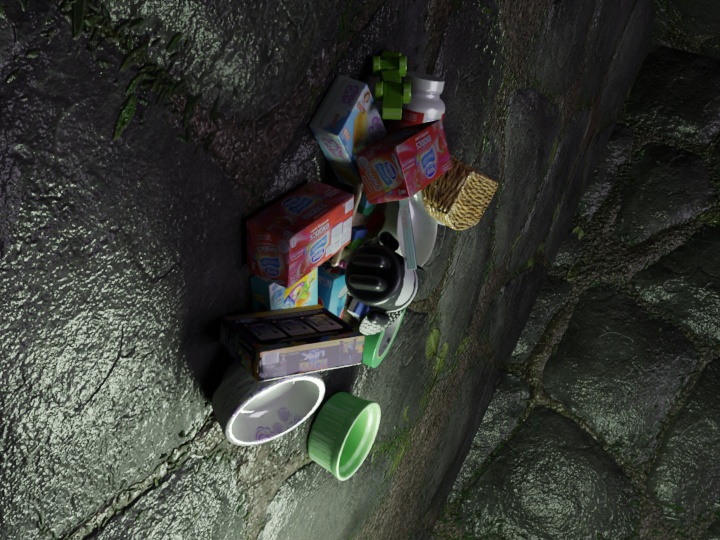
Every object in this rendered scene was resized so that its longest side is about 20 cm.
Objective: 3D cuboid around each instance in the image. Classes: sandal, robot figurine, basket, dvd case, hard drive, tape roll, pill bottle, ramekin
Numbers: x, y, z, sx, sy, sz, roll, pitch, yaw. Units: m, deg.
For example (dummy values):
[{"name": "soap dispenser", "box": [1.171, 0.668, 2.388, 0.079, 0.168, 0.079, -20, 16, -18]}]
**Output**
[{"name": "sandal", "box": [0.069, 0.065, 1.765, 0.201, 0.048, 0.075, -47, 129, 9]}, {"name": "robot figurine", "box": [0.044, 0.017, 1.580, 0.150, 0.125, 0.200, -45, 158, 7]}, {"name": "basket", "box": [0.197, -0.185, 1.793, 0.144, 0.148, 0.199, -61, 155, 12]}, {"name": "dvd case", "box": [0.093, -0.098, 1.581, 0.200, 0.022, 0.148, -86, 168, -74]}, {"name": "hard drive", "box": [0.040, 0.026, 1.862, 0.201, 0.025, 0.132, -64, 156, -10]}, {"name": "tape roll", "box": [0.053, 0.132, 1.893, 0.201, 0.048, 0.201, -59, 164, -28]}, {"name": "pill bottle", "box": [0.113, -0.303, 1.636, 0.112, 0.111, 0.202, -27, 133, -56]}, {"name": "ramekin", "box": [-0.042, 0.393, 1.905, 0.200, 0.097, 0.201, -47, 148, -40]}]

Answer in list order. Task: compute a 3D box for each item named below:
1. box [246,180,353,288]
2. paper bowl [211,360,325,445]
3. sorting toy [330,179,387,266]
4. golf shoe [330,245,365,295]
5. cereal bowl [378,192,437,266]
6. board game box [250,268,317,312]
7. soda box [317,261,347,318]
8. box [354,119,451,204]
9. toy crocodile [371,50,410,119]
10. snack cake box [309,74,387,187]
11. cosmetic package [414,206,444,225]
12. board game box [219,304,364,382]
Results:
[{"name": "box", "box": [-0.103, -0.068, 1.377, 0.200, 0.095, 0.101, -40, 143, -47]}, {"name": "paper bowl", "box": [-0.172, 0.216, 1.423, 0.199, 0.105, 0.202, -23, 145, -18]}, {"name": "sorting toy", "box": [0.019, -0.114, 1.553, 0.200, 0.036, 0.186, -41, 156, -53]}, {"name": "golf shoe", "box": [0.000, 0.000, 1.702, 0.092, 0.075, 0.200, -63, 157, -19]}, {"name": "cereal bowl", "box": [0.095, -0.106, 1.770, 0.199, 0.083, 0.203, -12, 105, -58]}, {"name": "board game box", "box": [-0.140, 0.062, 1.487, 0.151, 0.047, 0.202, -44, 146, -43]}, {"name": "soda box", "box": [-0.078, 0.089, 1.620, 0.068, 0.064, 0.202, -26, 134, -56]}, {"name": "box", "box": [0.085, -0.207, 1.480, 0.200, 0.095, 0.101, -38, 118, -52]}, {"name": "toy crocodile", "box": [0.057, -0.347, 1.472, 0.062, 0.067, 0.201, 91, -3, -50]}, {"name": "snack cake box", "box": [-0.015, -0.252, 1.465, 0.116, 0.067, 0.200, -61, 155, -14]}, {"name": "cosmetic package", "box": [0.181, -0.200, 1.939, 0.200, 0.051, 0.152, 7, 104, -65]}, {"name": "board game box", "box": [-0.119, 0.119, 1.342, 0.198, 0.165, 0.057, -6, 109, -31]}]
